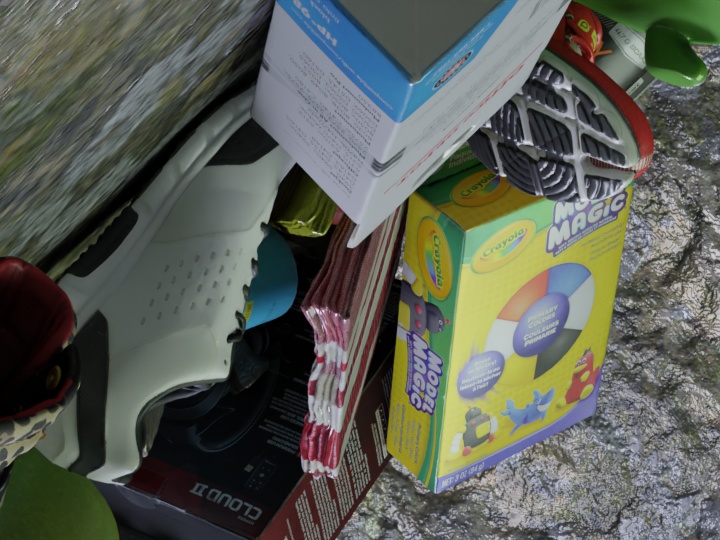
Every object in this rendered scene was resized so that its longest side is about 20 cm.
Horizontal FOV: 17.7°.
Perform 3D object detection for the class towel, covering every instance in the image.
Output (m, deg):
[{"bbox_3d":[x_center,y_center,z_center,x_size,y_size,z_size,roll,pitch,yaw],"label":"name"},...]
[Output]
[{"bbox_3d":[-0.019,-0.058,1.054,0.200,0.018,0.086,-165,-86,-83],"label":"towel"},{"bbox_3d":[0.000,0.000,1.081,0.200,0.023,0.144,95,11,-63],"label":"towel"}]

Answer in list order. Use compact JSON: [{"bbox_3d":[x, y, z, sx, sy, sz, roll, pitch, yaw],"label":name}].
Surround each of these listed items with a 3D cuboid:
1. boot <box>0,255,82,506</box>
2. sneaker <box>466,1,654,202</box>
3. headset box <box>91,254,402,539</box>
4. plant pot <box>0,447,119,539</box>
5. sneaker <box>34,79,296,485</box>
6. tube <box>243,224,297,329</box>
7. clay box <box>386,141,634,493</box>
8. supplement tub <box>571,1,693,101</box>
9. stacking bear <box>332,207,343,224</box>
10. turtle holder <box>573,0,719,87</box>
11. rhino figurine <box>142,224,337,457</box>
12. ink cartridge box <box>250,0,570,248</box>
[{"bbox_3d":[-0.144,0.055,0.763,0.151,0.073,0.200,-45,173,28],"label":"boot"},{"bbox_3d":[0.080,-0.096,1.053,0.085,0.077,0.200,-21,-148,-21],"label":"sneaker"},{"bbox_3d":[-0.068,0.080,1.216,0.200,0.149,0.077,-55,150,-31],"label":"headset box"},{"bbox_3d":[-0.184,0.164,1.000,0.200,0.200,0.190,-45,-168,25],"label":"plant pot"},{"bbox_3d":[-0.072,0.003,0.961,0.200,0.080,0.074,-51,178,-15],"label":"sneaker"},{"bbox_3d":[-0.114,0.026,1.044,0.200,0.050,0.077,-23,157,-43],"label":"tube"},{"bbox_3d":[0.076,0.008,1.169,0.115,0.048,0.200,-24,137,-30],"label":"clay box"},{"bbox_3d":[0.094,-0.125,1.206,0.200,0.123,0.123,-45,179,7],"label":"supplement tub"},{"bbox_3d":[-0.068,0.028,1.531,0.200,0.121,0.114,-54,-173,-6],"label":"stacking bear"},{"bbox_3d":[0.136,-0.163,0.988,0.132,0.141,0.186,-61,172,-15],"label":"turtle holder"},{"bbox_3d":[-0.082,0.022,1.156,0.200,0.087,0.060,-44,-179,-28],"label":"rhino figurine"},{"bbox_3d":[0.022,-0.093,0.883,0.116,0.067,0.200,-44,173,-17],"label":"ink cartridge box"}]
